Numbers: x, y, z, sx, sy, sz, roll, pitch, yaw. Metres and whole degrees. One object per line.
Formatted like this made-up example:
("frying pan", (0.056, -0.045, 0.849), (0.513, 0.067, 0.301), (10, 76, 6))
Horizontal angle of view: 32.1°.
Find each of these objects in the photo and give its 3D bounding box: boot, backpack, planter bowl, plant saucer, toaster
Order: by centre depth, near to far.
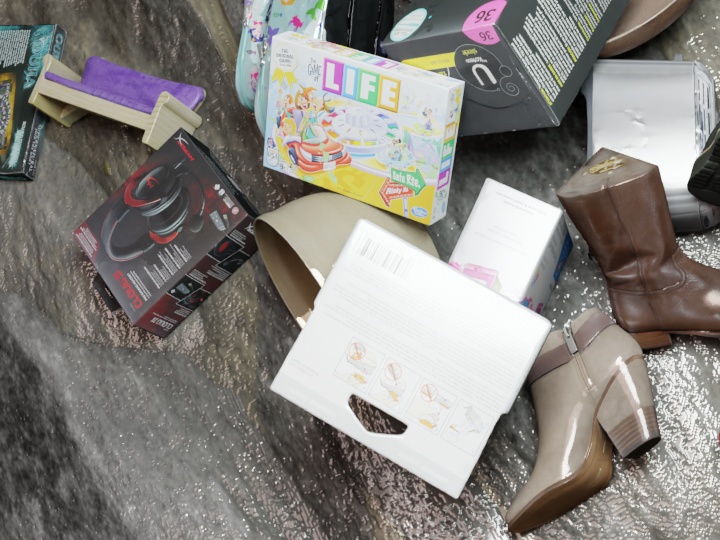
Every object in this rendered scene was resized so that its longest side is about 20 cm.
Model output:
("boot", (0.345, -0.151, 1.058), (0.077, 0.200, 0.140), (24, 72, -7))
("boot", (0.292, -0.031, 1.140), (0.184, 0.202, 0.065), (-18, 26, 19))
("boot", (0.194, 0.139, 1.202), (0.199, 0.070, 0.147), (-37, 57, 19))
("toaster", (0.281, -0.112, 1.211), (0.127, 0.114, 0.203), (-3, 73, 19))
("plant saucer", (0.267, -0.277, 1.263), (0.198, 0.035, 0.201), (-28, 31, 18))
("planter bowl", (0.000, 0.000, 1.266), (0.134, 0.201, 0.201), (-32, 63, -14))
("backpack", (-0.046, -0.214, 1.345), (0.148, 0.177, 0.204), (-1, 84, 26))

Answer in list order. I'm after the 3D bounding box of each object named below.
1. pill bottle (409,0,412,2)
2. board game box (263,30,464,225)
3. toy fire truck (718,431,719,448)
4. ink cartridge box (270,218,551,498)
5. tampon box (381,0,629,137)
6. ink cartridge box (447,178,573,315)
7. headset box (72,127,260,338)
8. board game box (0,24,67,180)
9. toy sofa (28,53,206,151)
("pill bottle", (0.138, -0.351, 1.341), (0.200, 0.112, 0.112), (-45, 63, 5))
("board game box", (-0.002, -0.139, 1.206), (0.198, 0.034, 0.136), (20, 119, 26))
("toy fire truck", (0.415, 0.129, 1.100), (0.197, 0.113, 0.170), (-15, 46, 17))
("ink cartridge box", (0.045, 0.077, 1.117), (0.198, 0.044, 0.175), (29, 87, 9))
("tampon box", (0.146, -0.246, 1.197), (0.149, 0.127, 0.201), (-1, 48, 48))
("ink cartridge box", (0.126, 0.034, 1.213), (0.084, 0.144, 0.202), (25, 85, 18))
("headset box", (-0.220, -0.035, 1.420), (0.200, 0.075, 0.149), (-42, 64, 6))
("board game box", (-0.454, -0.215, 1.597), (0.133, 0.028, 0.203), (4, 76, 23))
("toy sofa", (-0.289, -0.206, 1.495), (0.198, 0.083, 0.099), (20, 84, 26))
